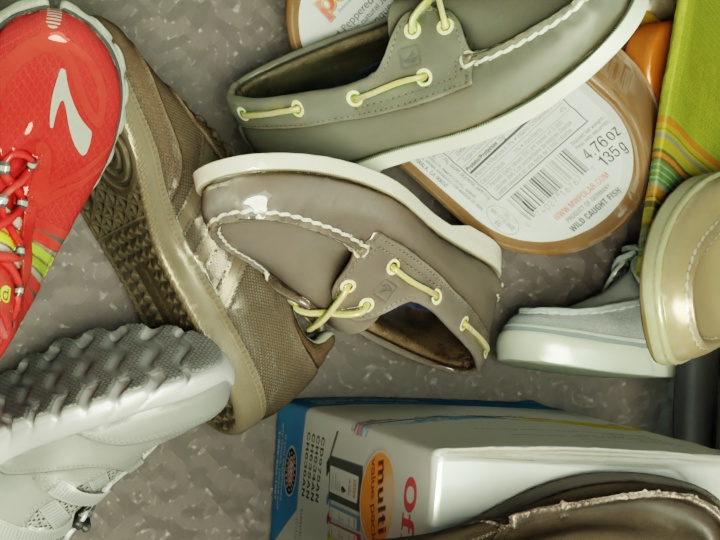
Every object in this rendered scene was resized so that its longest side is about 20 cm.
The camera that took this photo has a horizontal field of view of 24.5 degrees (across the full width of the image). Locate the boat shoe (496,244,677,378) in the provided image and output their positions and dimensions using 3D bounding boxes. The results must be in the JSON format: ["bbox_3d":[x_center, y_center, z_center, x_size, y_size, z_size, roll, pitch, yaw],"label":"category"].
[{"bbox_3d":[0.155,0.018,0.841,0.198,0.070,0.073,0,87,-26],"label":"boat shoe"}]

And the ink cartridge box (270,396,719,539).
[{"bbox_3d":[0.054,0.139,0.731,0.143,0.200,0.149,3,90,-20],"label":"ink cartridge box"}]

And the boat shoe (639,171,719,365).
[{"bbox_3d":[0.190,-0.013,0.754,0.199,0.064,0.073,-28,114,-49],"label":"boat shoe"}]

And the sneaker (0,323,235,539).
[{"bbox_3d":[-0.141,0.090,0.722,0.198,0.075,0.083,-25,114,3],"label":"sneaker"}]

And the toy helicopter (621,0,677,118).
[{"bbox_3d":[0.133,-0.175,0.815,0.132,0.078,0.202,-32,113,-38],"label":"toy helicopter"}]

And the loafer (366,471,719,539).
[{"bbox_3d":[0.055,0.123,0.588,0.198,0.071,0.074,-12,95,-18],"label":"loafer"}]

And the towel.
[{"bbox_3d":[0.166,-0.084,0.784,0.086,0.018,0.203,24,73,-54],"label":"towel"}]

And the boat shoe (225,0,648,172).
[{"bbox_3d":[0.027,-0.089,0.710,0.060,0.200,0.072,50,38,-24],"label":"boat shoe"}]

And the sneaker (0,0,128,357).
[{"bbox_3d":[-0.148,-0.012,0.675,0.076,0.085,0.201,18,115,-22],"label":"sneaker"}]

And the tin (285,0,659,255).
[{"bbox_3d":[0.053,-0.089,0.770,0.200,0.042,0.112,40,123,-11],"label":"tin"}]

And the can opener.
[{"bbox_3d":[0.173,0.114,0.814,0.078,0.063,0.202,-24,132,-34],"label":"can opener"}]

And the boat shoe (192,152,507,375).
[{"bbox_3d":[0.000,0.000,0.737,0.199,0.071,0.060,23,63,-52],"label":"boat shoe"}]

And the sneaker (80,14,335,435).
[{"bbox_3d":[-0.077,-0.028,0.759,0.075,0.070,0.202,-31,107,-35],"label":"sneaker"}]
